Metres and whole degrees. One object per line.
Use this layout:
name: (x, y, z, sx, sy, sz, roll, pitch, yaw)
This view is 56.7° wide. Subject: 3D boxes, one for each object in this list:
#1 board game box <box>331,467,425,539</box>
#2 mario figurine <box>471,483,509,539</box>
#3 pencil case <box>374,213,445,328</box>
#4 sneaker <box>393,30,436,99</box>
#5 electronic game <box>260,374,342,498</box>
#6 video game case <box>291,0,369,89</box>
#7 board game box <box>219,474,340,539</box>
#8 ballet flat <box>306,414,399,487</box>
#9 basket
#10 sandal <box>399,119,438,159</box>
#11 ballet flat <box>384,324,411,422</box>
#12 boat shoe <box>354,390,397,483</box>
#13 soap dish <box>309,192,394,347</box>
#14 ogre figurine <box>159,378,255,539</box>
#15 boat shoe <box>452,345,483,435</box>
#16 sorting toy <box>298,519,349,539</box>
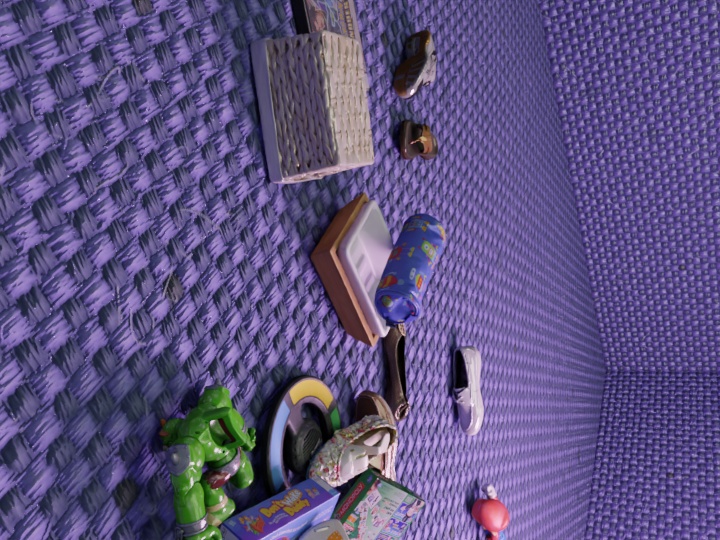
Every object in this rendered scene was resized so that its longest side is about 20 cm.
board game box: (0.021, 0.404, 1.084, 0.135, 0.029, 0.200, -50, 141, -5)
mario figurine: (0.310, 0.610, 1.641, 0.125, 0.104, 0.202, 62, -2, 39)
pencil case: (0.085, -0.002, 1.103, 0.086, 0.078, 0.202, 38, 48, -16)
sneaker: (0.128, -0.416, 1.405, 0.088, 0.074, 0.203, 57, 40, -41)
electronic game: (-0.081, 0.256, 0.971, 0.199, 0.041, 0.206, 14, 74, -61)
video game case: (-0.049, -0.400, 1.127, 0.180, 0.025, 0.206, -34, 117, -58)
board game box: (-0.114, 0.352, 0.836, 0.199, 0.044, 0.137, 0, 114, -61)
ballet flat: (-0.004, 0.269, 1.002, 0.199, 0.062, 0.078, -24, 113, -56)
basket: (-0.065, -0.239, 0.978, 0.135, 0.120, 0.206, -20, 103, -61)
sandal: (0.133, -0.274, 1.418, 0.199, 0.053, 0.084, -1, 88, -62)
ballet flat: (0.073, 0.181, 1.259, 0.067, 0.045, 0.206, 20, 69, -60)
boat shoe: (0.019, 0.306, 1.119, 0.071, 0.074, 0.206, -14, 97, -58)
soap dish: (0.000, 0.000, 1.112, 0.159, 0.079, 0.203, -61, 138, -44)
ogre figurine: (-0.168, 0.210, 0.758, 0.200, 0.096, 0.123, -45, 127, -52)
boat shoe: (0.243, 0.278, 1.546, 0.067, 0.071, 0.206, 6, 87, -39)
sorting toy: (-0.097, 0.440, 0.822, 0.177, 0.107, 0.204, -5, 122, -38)
